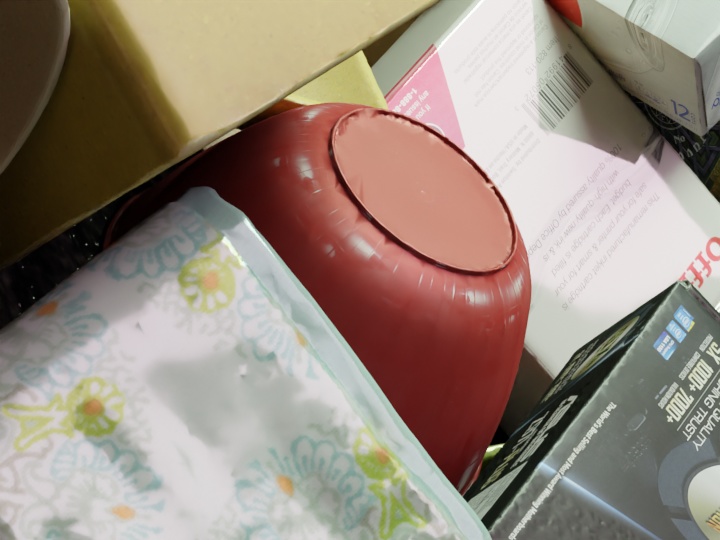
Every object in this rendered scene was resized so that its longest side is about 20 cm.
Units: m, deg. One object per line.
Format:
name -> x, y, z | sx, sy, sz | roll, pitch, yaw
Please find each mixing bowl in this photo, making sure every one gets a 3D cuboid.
mixing bowl -> 0.000, 0.000, 1.211 | 0.200, 0.108, 0.200 | 27, 33, -20

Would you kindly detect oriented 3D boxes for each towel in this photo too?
towel -> -0.058, 0.090, 1.038 | 0.171, 0.048, 0.200 | -40, 93, -33

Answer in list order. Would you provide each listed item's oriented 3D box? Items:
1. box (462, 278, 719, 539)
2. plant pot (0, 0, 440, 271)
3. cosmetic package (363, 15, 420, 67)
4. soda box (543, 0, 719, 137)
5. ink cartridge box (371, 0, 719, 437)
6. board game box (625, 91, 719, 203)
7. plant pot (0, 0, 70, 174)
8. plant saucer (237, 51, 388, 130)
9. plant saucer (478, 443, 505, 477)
box -> 0.127, 0.130, 1.194 | 0.164, 0.086, 0.200 | 47, 47, -4
plant pot -> -0.097, -0.142, 1.080 | 0.194, 0.195, 0.200 | -34, 94, -34
cosmetic package -> 0.029, -0.130, 1.507 | 0.200, 0.071, 0.105 | 54, 27, 1
soda box -> 0.115, -0.151, 1.402 | 0.200, 0.068, 0.063 | 36, -22, 31
ink cartridge box -> 0.079, -0.027, 1.386 | 0.200, 0.083, 0.147 | 48, 61, -12
board game box -> 0.154, -0.118, 1.464 | 0.028, 0.135, 0.200 | -23, 78, -42
plant pot -> -0.232, -0.102, 0.947 | 0.200, 0.187, 0.187 | 47, 24, 16
plant saucer -> -0.102, -0.139, 1.284 | 0.200, 0.048, 0.200 | 14, 40, -38
plant saucer -> 0.128, 0.170, 1.272 | 0.200, 0.048, 0.200 | -6, 60, -32
